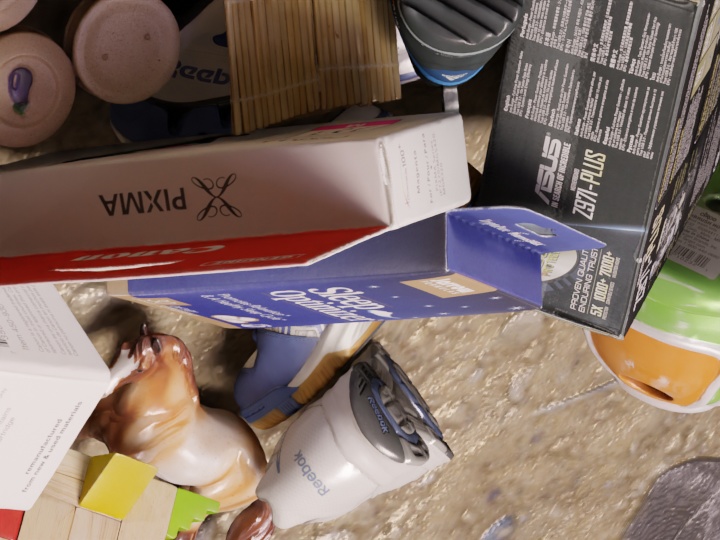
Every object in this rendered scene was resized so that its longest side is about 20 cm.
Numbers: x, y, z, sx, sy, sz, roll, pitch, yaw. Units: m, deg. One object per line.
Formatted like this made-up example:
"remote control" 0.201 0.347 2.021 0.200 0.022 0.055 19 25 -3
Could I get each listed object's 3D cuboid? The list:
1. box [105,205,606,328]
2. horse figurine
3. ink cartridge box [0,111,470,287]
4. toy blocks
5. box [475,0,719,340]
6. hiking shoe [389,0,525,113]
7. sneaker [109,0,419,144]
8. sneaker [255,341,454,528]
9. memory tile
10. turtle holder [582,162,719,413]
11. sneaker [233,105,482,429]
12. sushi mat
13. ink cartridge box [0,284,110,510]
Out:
"box" 0.000 0.000 1.318 0.200 0.032 0.121 -5 170 23
"horse figurine" -0.100 0.103 1.487 0.133 0.050 0.200 -43 136 8
"ink cartridge box" -0.077 -0.028 1.202 0.174 0.200 0.044 -20 104 -66
"toy blocks" -0.176 0.145 1.361 0.200 0.100 0.137 23 71 -29
"box" 0.128 -0.098 1.390 0.164 0.086 0.200 -56 161 -48
"hiking shoe" 0.036 -0.175 1.262 0.074 0.200 0.087 7 160 -4
"sneaker" -0.027 -0.133 1.298 0.199 0.081 0.115 -27 141 -14
"sneaker" -0.008 0.088 1.494 0.087 0.075 0.200 -36 172 8
"memory tile" -0.176 -0.115 1.197 0.200 0.017 0.153 -21 113 -23
"turtle holder" 0.181 -0.010 1.557 0.141 0.186 0.132 6 129 -3
"sneaker" -0.019 -0.006 1.441 0.200 0.088 0.075 -53 178 35
"sushi mat" -0.025 -0.163 1.243 0.096 0.012 0.200 -12 103 -37
"ink cartridge box" -0.229 0.020 1.228 0.200 0.147 0.083 9 123 -43
